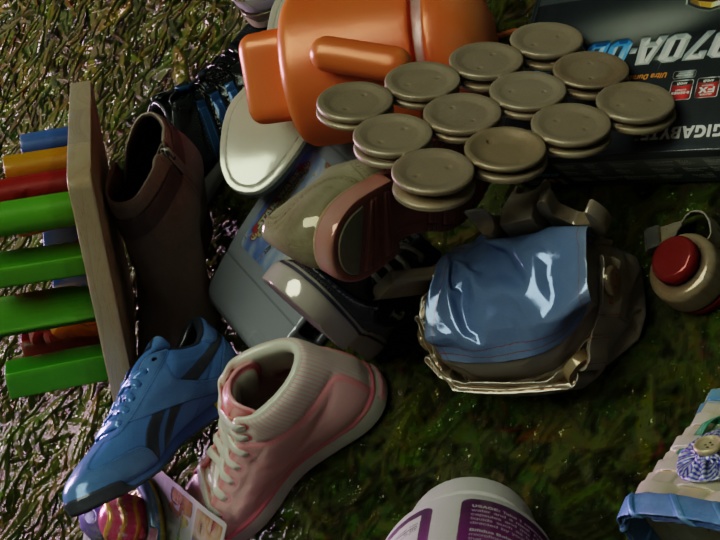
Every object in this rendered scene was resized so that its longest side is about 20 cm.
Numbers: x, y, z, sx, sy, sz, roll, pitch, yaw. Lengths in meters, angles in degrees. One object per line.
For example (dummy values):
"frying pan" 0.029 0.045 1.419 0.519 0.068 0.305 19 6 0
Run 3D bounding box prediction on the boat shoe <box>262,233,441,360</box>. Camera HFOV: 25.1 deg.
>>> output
"boat shoe" 0.000 0.000 1.081 0.075 0.200 0.093 40 90 11

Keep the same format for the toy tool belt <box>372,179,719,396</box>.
"toy tool belt" 0.116 0.007 1.004 0.199 0.123 0.126 -20 54 35

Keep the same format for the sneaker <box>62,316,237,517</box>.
"sneaker" -0.159 0.102 1.170 0.066 0.079 0.200 -21 14 40

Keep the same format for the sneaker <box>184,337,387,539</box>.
"sneaker" -0.084 0.118 1.146 0.200 0.104 0.076 -41 46 20

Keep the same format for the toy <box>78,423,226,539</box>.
"toy" -0.170 0.200 1.188 0.200 0.047 0.116 26 107 50

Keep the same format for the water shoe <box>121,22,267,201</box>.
"water shoe" -0.133 -0.132 1.360 0.071 0.079 0.201 22 82 48

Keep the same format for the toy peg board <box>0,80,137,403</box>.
"toy peg board" -0.237 -0.014 1.253 0.097 0.201 0.199 -9 28 -5

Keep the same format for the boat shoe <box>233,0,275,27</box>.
"boat shoe" -0.024 -0.271 1.330 0.199 0.068 0.075 -27 47 14

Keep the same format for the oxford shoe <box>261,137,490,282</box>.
"oxford shoe" 0.018 -0.057 1.036 0.074 0.200 0.071 15 118 34

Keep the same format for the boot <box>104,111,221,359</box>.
"boot" -0.160 -0.016 1.262 0.070 0.146 0.201 -5 57 13

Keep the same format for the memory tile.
"memory tile" 0.085 -0.100 1.016 0.199 0.017 0.153 -19 38 -22

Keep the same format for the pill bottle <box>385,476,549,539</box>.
"pill bottle" 0.059 0.194 0.904 0.112 0.112 0.200 -42 8 17

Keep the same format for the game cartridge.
"game cartridge" -0.033 -0.028 1.236 0.200 0.041 0.133 -53 46 6

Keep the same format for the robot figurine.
"robot figurine" 0.015 -0.153 1.178 0.199 0.144 0.117 -7 61 12

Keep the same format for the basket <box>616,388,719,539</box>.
"basket" 0.205 0.163 0.813 0.176 0.139 0.201 1 59 45

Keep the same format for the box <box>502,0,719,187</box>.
"box" 0.193 -0.138 1.074 0.199 0.046 0.160 1 68 45

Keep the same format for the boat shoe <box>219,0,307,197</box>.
"boat shoe" -0.058 -0.135 1.292 0.072 0.062 0.201 8 61 13
